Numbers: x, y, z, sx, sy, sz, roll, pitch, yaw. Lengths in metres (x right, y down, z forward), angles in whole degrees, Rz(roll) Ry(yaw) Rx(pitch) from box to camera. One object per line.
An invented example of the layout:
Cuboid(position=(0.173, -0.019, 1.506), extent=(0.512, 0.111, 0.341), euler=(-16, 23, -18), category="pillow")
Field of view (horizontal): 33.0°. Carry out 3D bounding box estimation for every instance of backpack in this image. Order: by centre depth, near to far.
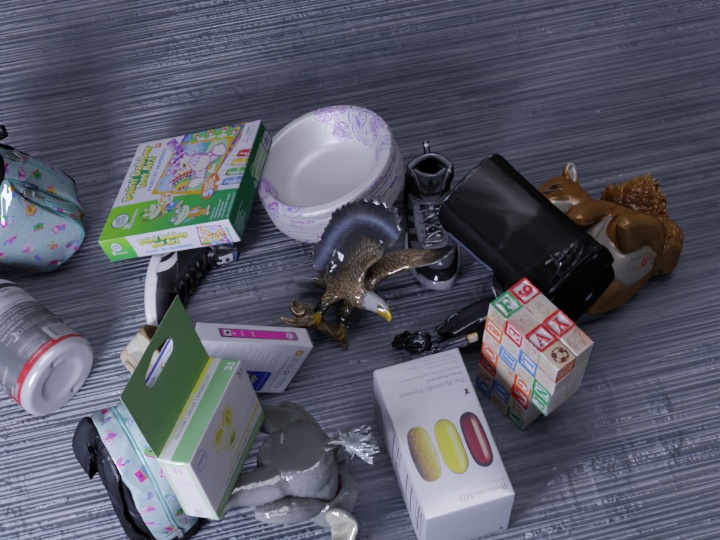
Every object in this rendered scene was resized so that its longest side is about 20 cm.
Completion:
Cuboid(position=(-0.247, 0.218, 1.400), extent=(0.126, 0.200, 0.167), euler=(-33, 61, -20), category="backpack")
Cuboid(position=(-0.463, -0.082, 1.606), extent=(0.167, 0.200, 0.127), euler=(-34, 58, 25), category="backpack")

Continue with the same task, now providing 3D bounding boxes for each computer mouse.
Cuboid(position=(0.141, 0.065, 1.536), extent=(0.199, 0.140, 0.046), euler=(-11, 93, -7), category="computer mouse")

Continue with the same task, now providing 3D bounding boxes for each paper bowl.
Cuboid(position=(-0.037, -0.121, 1.661), extent=(0.200, 0.105, 0.201), euler=(-12, 48, 13), category="paper bowl")

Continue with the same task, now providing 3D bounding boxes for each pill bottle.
Cuboid(position=(-0.446, 0.084, 1.543), extent=(0.200, 0.114, 0.114), euler=(34, 63, 21), category="pill bottle")

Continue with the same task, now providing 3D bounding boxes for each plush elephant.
Cuboid(position=(-0.065, 0.246, 1.420), extent=(0.199, 0.155, 0.165), euler=(-4, 45, 8), category="plush elephant")

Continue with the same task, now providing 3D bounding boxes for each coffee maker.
Cuboid(position=(0.204, -0.048, 1.497), extent=(0.135, 0.192, 0.200), euler=(-35, 61, -20), category="coffee maker")

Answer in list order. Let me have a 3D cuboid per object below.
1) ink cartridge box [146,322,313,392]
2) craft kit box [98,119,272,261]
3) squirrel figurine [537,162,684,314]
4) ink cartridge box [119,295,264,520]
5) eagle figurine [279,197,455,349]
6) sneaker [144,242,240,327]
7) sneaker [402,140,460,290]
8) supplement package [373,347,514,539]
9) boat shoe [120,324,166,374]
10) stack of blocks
Cuboid(position=(-0.164, 0.108, 1.483), extent=(0.199, 0.095, 0.037), euler=(3, 46, -35), category="ink cartridge box")
Cuboid(position=(-0.233, -0.108, 1.634), extent=(0.197, 0.049, 0.200), euler=(-11, 43, 22), category="craft kit box")
Cuboid(position=(0.327, -0.061, 1.637), extent=(0.199, 0.142, 0.187), euler=(-12, 39, -34), category="squirrel figurine")
Cuboid(position=(-0.171, 0.146, 1.288), extent=(0.048, 0.200, 0.146), euler=(5, 47, 21), category="ink cartridge box")
Cuboid(position=(0.006, 0.005, 1.556), extent=(0.151, 0.152, 0.200), euler=(36, 99, 3), category="eagle figurine")
Cuboid(position=(-0.219, -0.005, 1.622), extent=(0.111, 0.073, 0.201), euler=(2, 55, 5), category="sneaker")
Cuboid(position=(0.094, -0.079, 1.644), extent=(0.075, 0.114, 0.201), euler=(-5, 56, -3), category="sneaker")
Cuboid(position=(0.096, 0.214, 1.452), extent=(0.113, 0.110, 0.201), euler=(-15, 58, -9), category="supplement package")
Cuboid(position=(-0.228, 0.161, 1.524), extent=(0.065, 0.072, 0.200), euler=(-44, 74, 15), category="boat shoe")
Cuboid(position=(0.205, 0.114, 1.464), extent=(0.058, 0.200, 0.115), euler=(-35, 64, -21), category="stack of blocks")
